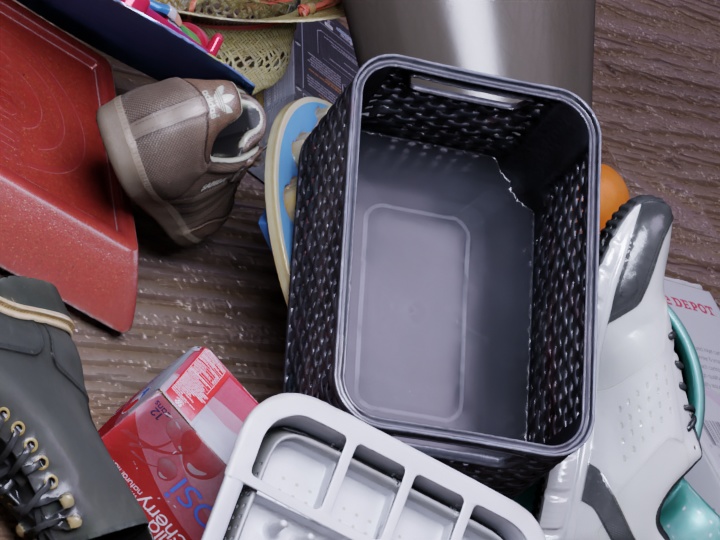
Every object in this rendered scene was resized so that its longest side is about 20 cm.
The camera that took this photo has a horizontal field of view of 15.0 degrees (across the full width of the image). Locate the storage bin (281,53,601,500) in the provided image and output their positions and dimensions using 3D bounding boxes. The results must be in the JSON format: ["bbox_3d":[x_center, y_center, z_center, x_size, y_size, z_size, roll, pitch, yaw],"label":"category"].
[{"bbox_3d":[0.041,0.006,1.386,0.135,0.094,0.200,10,65,-16],"label":"storage bin"}]

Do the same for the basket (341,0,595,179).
[{"bbox_3d":[0.064,-0.143,1.544,0.180,0.136,0.200,-4,85,-25],"label":"basket"}]

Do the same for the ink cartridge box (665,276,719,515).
[{"bbox_3d":[0.209,0.105,1.795,0.148,0.086,0.200,15,41,-51],"label":"ink cartridge box"}]

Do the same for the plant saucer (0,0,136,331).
[{"bbox_3d":[-0.193,-0.086,1.431,0.200,0.037,0.200,32,30,-35],"label":"plant saucer"}]

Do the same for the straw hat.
[{"bbox_3d":[-0.085,-0.147,1.637,0.201,0.085,0.201,7,27,-3],"label":"straw hat"}]

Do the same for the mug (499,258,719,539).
[{"bbox_3d":[0.117,0.086,1.509,0.114,0.152,0.185,24,54,-83],"label":"mug"}]

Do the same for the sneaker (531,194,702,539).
[{"bbox_3d":[0.142,0.061,1.419,0.080,0.200,0.074,11,7,3],"label":"sneaker"}]

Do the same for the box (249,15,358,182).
[{"bbox_3d":[0.012,-0.072,1.755,0.200,0.048,0.158,36,29,-27],"label":"box"}]

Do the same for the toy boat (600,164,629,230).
[{"bbox_3d":[0.103,-0.023,1.640,0.200,0.131,0.131,57,28,-2],"label":"toy boat"}]

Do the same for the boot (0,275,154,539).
[{"bbox_3d":[-0.170,0.072,1.226,0.200,0.077,0.138,-1,60,-58],"label":"boot"}]

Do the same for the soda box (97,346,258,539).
[{"bbox_3d":[-0.044,0.136,1.342,0.200,0.070,0.063,49,28,-4],"label":"soda box"}]

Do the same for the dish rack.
[{"bbox_3d":[-0.012,0.175,1.268,0.172,0.044,0.200,29,62,-17],"label":"dish rack"}]

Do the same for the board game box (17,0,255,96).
[{"bbox_3d":[-0.122,-0.144,1.484,0.158,0.039,0.200,27,-5,-2],"label":"board game box"}]

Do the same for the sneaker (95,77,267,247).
[{"bbox_3d":[-0.079,-0.059,1.453,0.200,0.075,0.071,25,47,-81],"label":"sneaker"}]

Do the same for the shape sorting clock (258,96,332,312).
[{"bbox_3d":[0.000,0.000,1.506,0.200,0.039,0.200,-19,90,-72],"label":"shape sorting clock"}]
